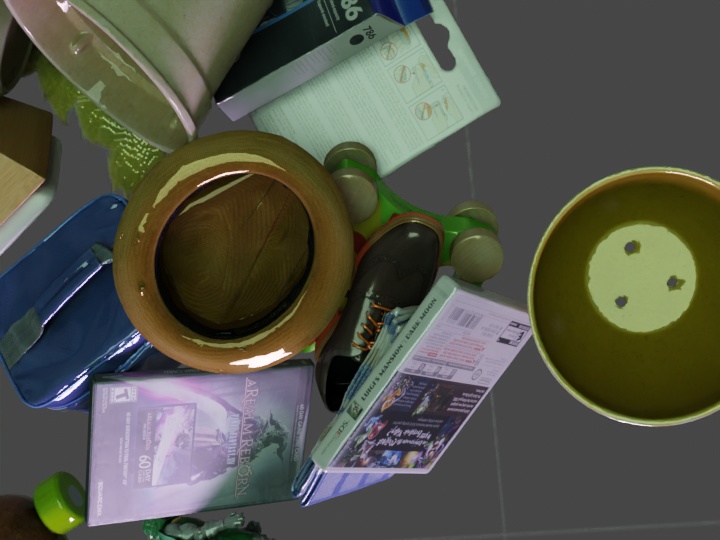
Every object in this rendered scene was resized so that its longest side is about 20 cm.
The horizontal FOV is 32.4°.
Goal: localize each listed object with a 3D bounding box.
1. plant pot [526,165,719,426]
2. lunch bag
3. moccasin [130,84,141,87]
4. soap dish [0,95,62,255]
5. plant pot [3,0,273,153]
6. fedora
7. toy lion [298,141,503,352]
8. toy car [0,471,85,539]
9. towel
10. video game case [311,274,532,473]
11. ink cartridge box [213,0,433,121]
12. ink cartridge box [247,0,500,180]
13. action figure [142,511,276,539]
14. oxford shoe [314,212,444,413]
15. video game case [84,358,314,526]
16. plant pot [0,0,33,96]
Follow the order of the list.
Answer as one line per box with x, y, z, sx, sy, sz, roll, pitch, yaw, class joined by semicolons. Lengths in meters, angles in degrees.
0.239;0.013;1.027;0.197;0.142;0.203;1;96;9;plant pot
-0.223;0.030;1.088;0.199;0.132;0.137;-39;72;10;lunch bag
-0.225;-0.199;1.116;0.068;0.080;0.201;-43;75;15;moccasin
-0.357;-0.057;1.101;0.200;0.158;0.081;-42;117;11;soap dish
-0.151;-0.227;0.982;0.200;0.201;0.184;38;76;3;plant pot
-0.100;-0.020;0.994;0.197;0.082;0.204;-1;108;-3;fedora
0.000;0.000;1.085;0.198;0.069;0.193;23;119;-15;toy lion
-0.328;0.298;1.115;0.163;0.200;0.159;-31;91;10;toy car
0.027;0.110;1.057;0.024;0.146;0.202;41;116;28;towel
0.062;0.094;1.040;0.023;0.199;0.183;40;101;27;video game case
-0.045;-0.217;1.048;0.198;0.039;0.100;-27;63;11;ink cartridge box
0.000;-0.163;1.096;0.198;0.050;0.164;-31;91;6;ink cartridge box
-0.112;0.252;1.139;0.197;0.118;0.055;9;75;16;action figure
0.017;0.039;1.036;0.070;0.073;0.201;18;128;-11;oxford shoe
-0.141;0.150;1.094;0.197;0.019;0.145;-3;116;-23;video game case
-0.357;-0.218;1.069;0.133;0.200;0.203;16;99;-2;plant pot
